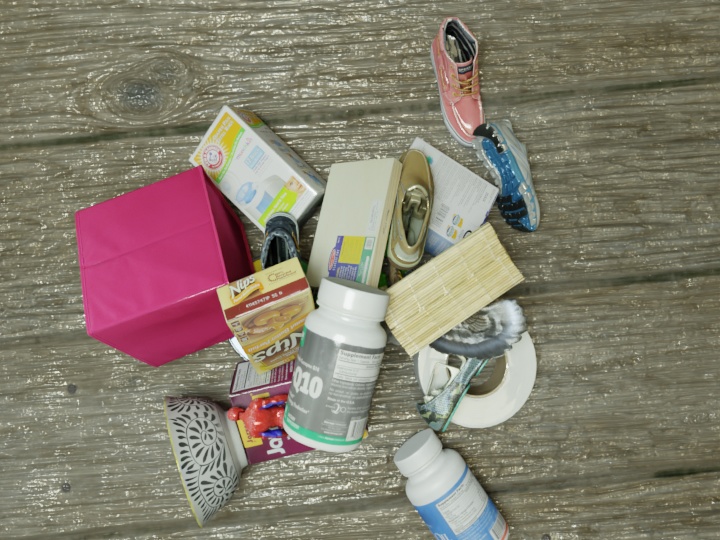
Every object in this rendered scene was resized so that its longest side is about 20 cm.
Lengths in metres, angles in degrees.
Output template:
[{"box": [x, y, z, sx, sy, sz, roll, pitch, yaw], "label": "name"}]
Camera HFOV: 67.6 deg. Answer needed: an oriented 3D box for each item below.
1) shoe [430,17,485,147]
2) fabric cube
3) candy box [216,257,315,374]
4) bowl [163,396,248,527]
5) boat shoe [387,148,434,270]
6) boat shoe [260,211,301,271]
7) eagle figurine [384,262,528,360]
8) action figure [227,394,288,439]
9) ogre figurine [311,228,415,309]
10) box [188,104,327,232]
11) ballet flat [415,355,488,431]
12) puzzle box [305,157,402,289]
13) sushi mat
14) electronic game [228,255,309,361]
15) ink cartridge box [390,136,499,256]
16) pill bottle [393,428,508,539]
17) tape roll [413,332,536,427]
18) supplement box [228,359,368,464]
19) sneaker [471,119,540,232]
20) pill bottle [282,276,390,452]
[{"box": [0.169, -0.315, 0.906, 0.070, 0.091, 0.205, -16, 89, -1], "label": "shoe"}, {"box": [-0.276, 0.000, 0.811, 0.195, 0.197, 0.204, -20, 66, 0], "label": "fabric cube"}, {"box": [-0.120, 0.072, 0.766, 0.113, 0.201, 0.056, -21, 61, -10], "label": "candy box"}, {"box": [-0.233, 0.280, 0.843, 0.092, 0.200, 0.205, -17, 88, -16], "label": "bowl"}, {"box": [0.081, -0.105, 0.794, 0.070, 0.077, 0.204, 6, 64, -5], "label": "boat shoe"}, {"box": [-0.122, 0.020, 0.821, 0.069, 0.091, 0.205, -2, 114, -2], "label": "boat shoe"}, {"box": [0.135, 0.049, 0.813, 0.195, 0.151, 0.156, 14, 81, -14], "label": "eagle figurine"}, {"box": [-0.096, 0.216, 0.788, 0.195, 0.052, 0.067, 5, 102, -8], "label": "action figure"}, {"box": [0.000, 0.000, 0.892, 0.195, 0.098, 0.123, -11, 93, 1], "label": "ogre figurine"}, {"box": [-0.160, -0.157, 0.878, 0.200, 0.101, 0.113, 44, 106, 0], "label": "box"}, {"box": [0.154, 0.151, 0.836, 0.074, 0.074, 0.202, 34, 86, 0], "label": "ballet flat"}, {"box": [-0.013, -0.066, 0.812, 0.131, 0.025, 0.205, 5, 79, 42], "label": "puzzle box"}, {"box": [0.122, 0.026, 0.747, 0.198, 0.012, 0.097, -33, 94, -1], "label": "sushi mat"}, {"box": [-0.138, 0.071, 0.915, 0.195, 0.042, 0.206, 0, 88, -1], "label": "electronic game"}, {"box": [0.137, -0.103, 0.890, 0.197, 0.077, 0.138, 31, 69, 2], "label": "ink cartridge box"}, {"box": [0.142, 0.367, 0.876, 0.111, 0.112, 0.202, -35, 88, -2], "label": "pill bottle"}, {"box": [0.188, 0.153, 0.903, 0.197, 0.071, 0.208, 0, 89, -1], "label": "tape roll"}, {"box": [-0.096, 0.207, 0.865, 0.195, 0.103, 0.134, -13, 109, -1], "label": "supplement box"}, {"box": [0.268, -0.166, 0.918, 0.086, 0.074, 0.204, -30, 102, -33], "label": "sneaker"}, {"box": [-0.028, 0.119, 0.706, 0.110, 0.113, 0.205, 14, 94, 0], "label": "pill bottle"}]
